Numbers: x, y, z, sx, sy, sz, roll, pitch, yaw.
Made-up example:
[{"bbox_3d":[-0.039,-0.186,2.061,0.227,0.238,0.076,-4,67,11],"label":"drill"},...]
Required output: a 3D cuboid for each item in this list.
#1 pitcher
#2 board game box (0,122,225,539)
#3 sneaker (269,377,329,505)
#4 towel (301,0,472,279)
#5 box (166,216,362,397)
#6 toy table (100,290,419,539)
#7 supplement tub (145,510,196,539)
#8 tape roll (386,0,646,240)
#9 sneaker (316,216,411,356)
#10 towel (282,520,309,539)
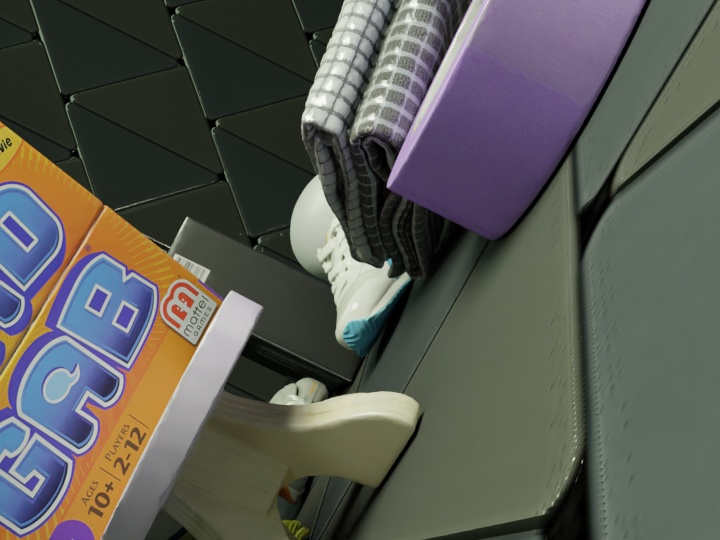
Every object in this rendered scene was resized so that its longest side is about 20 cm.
[{"bbox_3d":[0.018,-0.086,1.254,0.171,0.121,0.200,-38,-7,-48],"label":"pitcher"},{"bbox_3d":[-0.245,0.052,0.666,0.199,0.200,0.201,-9,48,50],"label":"board game box"},{"bbox_3d":[-0.064,0.139,0.995,0.092,0.076,0.200,-59,4,2],"label":"sneaker"},{"bbox_3d":[0.033,-0.104,0.774,0.200,0.085,0.166,70,-147,-60],"label":"towel"},{"bbox_3d":[-0.093,0.040,1.069,0.079,0.199,0.141,-65,4,-17],"label":"box"},{"bbox_3d":[-0.058,0.113,0.603,0.200,0.117,0.184,-60,4,48],"label":"toy table"},{"bbox_3d":[-0.162,0.184,0.846,0.200,0.144,0.145,80,-151,-52],"label":"supplement tub"},{"bbox_3d":[0.085,-0.119,0.583,0.201,0.065,0.200,-63,2,4],"label":"tape roll"},{"bbox_3d":[0.000,0.000,0.946,0.077,0.081,0.200,-60,5,29],"label":"sneaker"},{"bbox_3d":[-0.072,0.234,0.849,0.200,0.018,0.086,126,166,-72],"label":"towel"}]
